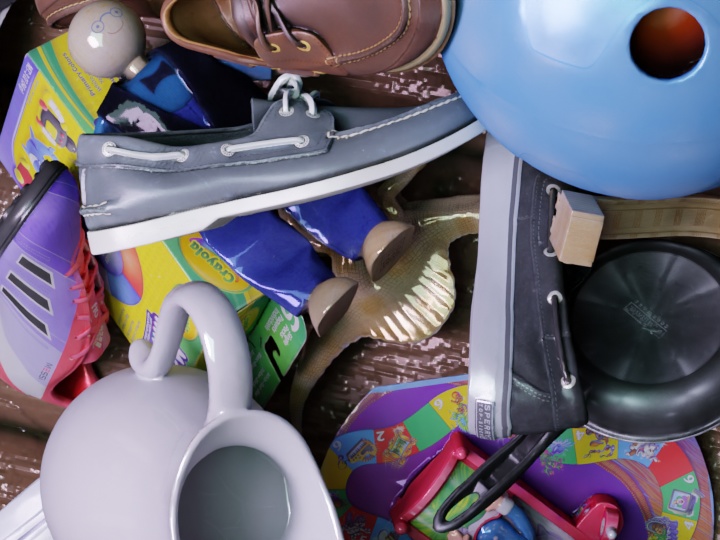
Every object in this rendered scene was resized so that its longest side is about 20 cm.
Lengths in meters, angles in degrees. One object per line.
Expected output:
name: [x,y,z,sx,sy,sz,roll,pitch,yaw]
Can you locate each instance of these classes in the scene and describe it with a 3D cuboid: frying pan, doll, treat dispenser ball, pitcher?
frying pan: [0.104,0.042,1.364,0.190,0.031,0.115,-19,56,-5]
doll: [-0.066,-0.063,1.407,0.200,0.048,0.136,41,76,11]
treat dispenser ball: [0.131,-0.133,1.294,0.201,0.201,0.201,2,96,25]
pitcher: [-0.087,0.085,1.387,0.200,0.121,0.172,-172,73,-67]

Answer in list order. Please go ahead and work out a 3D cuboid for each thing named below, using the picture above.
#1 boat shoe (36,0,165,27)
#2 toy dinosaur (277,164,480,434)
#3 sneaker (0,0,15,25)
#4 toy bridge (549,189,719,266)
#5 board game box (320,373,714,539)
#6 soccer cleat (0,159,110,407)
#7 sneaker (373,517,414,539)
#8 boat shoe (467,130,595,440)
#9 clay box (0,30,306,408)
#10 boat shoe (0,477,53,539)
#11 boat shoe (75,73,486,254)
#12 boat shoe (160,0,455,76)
boat shoe: [-0.079,-0.149,1.455,0.200,0.072,0.068,-12,89,24]
toy dinosaur: [0.000,0.000,1.447,0.200,0.058,0.101,-44,78,22]
sneaker: [-0.223,-0.150,1.529,0.081,0.074,0.200,19,87,60]
toy bridge: [0.186,-0.013,1.328,0.200,0.067,0.027,7,109,-9]
board game box: [0.076,0.128,1.381,0.200,0.039,0.158,-8,104,-2]
soccer cleat: [-0.157,0.010,1.472,0.073,0.068,0.200,35,151,7]
sneaker: [-0.003,0.126,1.455,0.200,0.073,0.077,-26,69,20]
boat shoe: [0.085,-0.007,1.352,0.057,0.069,0.200,2,58,8]
clay box: [-0.109,-0.018,1.470,0.200,0.048,0.115,54,153,13]
boat shoe: [-0.208,0.188,1.551,0.200,0.074,0.067,-43,74,21]
boat shoe: [-0.038,-0.060,1.339,0.200,0.073,0.062,-16,92,2]
boat shoe: [-0.026,-0.120,1.314,0.200,0.067,0.072,3,106,60]
